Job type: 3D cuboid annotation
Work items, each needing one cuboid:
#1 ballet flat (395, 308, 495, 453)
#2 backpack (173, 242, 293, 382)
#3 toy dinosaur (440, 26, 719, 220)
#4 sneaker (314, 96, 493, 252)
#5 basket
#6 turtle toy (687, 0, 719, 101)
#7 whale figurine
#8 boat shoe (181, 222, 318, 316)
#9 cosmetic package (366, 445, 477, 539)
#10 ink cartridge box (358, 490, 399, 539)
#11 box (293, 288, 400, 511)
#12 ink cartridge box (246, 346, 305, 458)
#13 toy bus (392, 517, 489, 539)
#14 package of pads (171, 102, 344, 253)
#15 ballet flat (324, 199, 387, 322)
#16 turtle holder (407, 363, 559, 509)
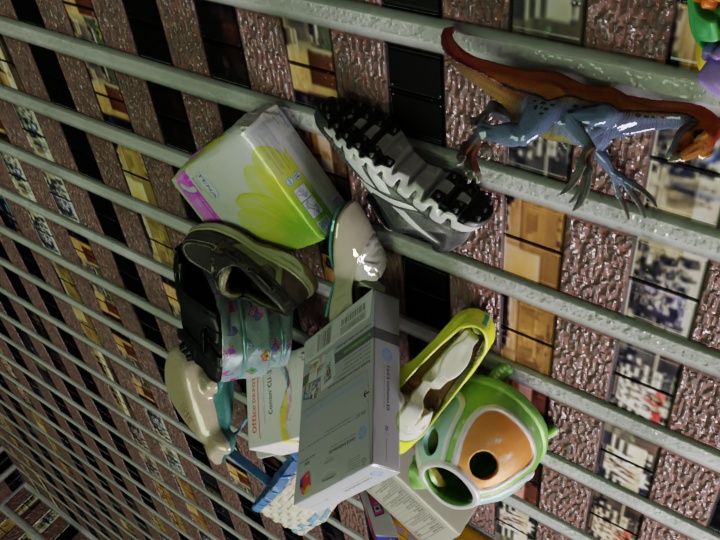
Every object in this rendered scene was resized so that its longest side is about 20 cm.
[{"bbox_3d":[0.070,0.124,0.823,0.067,0.201,0.067,38,-171,-2],"label":"ballet flat"},{"bbox_3d":[-0.168,0.058,1.011,0.200,0.125,0.169,-143,45,-59],"label":"backpack"},{"bbox_3d":[0.161,-0.115,0.579,0.180,0.105,0.202,-17,101,30],"label":"toy dinosaur"},{"bbox_3d":[0.029,-0.085,0.755,0.199,0.067,0.091,37,142,8],"label":"sneaker"},{"bbox_3d":[-0.126,0.320,1.255,0.199,0.140,0.176,38,144,-4],"label":"basket"},{"bbox_3d":[0.253,-0.133,0.445,0.145,0.101,0.201,5,128,43],"label":"turtle toy"},{"bbox_3d":[-0.240,0.205,1.259,0.201,0.103,0.159,61,143,18],"label":"whale figurine"},{"bbox_3d":[-0.142,-0.001,0.901,0.199,0.065,0.074,16,141,34],"label":"boat shoe"},{"bbox_3d":[0.061,0.270,1.059,0.200,0.087,0.104,43,144,5],"label":"cosmetic package"},{"bbox_3d":[0.025,0.351,1.125,0.201,0.037,0.095,-116,12,-44],"label":"ink cartridge box"},{"bbox_3d":[-0.015,0.143,0.859,0.041,0.202,0.156,22,141,-26],"label":"box"},{"bbox_3d":[-0.086,0.173,1.029,0.199,0.118,0.067,-22,151,31],"label":"ink cartridge box"},{"bbox_3d":[0.143,0.414,1.140,0.199,0.065,0.079,28,140,24],"label":"toy bus"},{"bbox_3d":[-0.120,-0.092,0.901,0.199,0.068,0.155,-17,113,52],"label":"package of pads"},{"bbox_3d":[0.000,0.000,0.878,0.069,0.070,0.201,32,148,18],"label":"ballet flat"},{"bbox_3d":[0.117,0.195,0.888,0.184,0.132,0.142,0,126,45],"label":"turtle holder"}]
